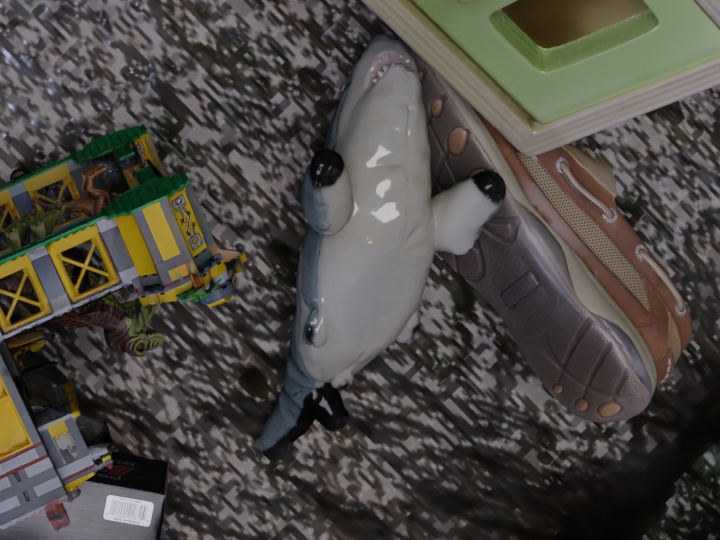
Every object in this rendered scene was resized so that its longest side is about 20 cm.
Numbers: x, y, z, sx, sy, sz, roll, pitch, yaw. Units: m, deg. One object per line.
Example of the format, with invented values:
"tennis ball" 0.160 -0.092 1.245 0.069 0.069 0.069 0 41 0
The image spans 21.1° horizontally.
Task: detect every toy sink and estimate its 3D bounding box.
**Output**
"toy sink" 0.066 -0.154 0.775 0.130 0.113 0.200 -19 136 34

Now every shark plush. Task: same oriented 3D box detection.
"shark plush" 0.000 0.000 0.867 0.090 0.083 0.201 -6 125 -20

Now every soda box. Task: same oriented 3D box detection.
"soda box" -0.189 0.106 0.869 0.199 0.071 0.064 11 96 -6

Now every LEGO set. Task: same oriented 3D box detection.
"LEGO set" -0.116 0.026 0.810 0.153 0.200 0.116 -27 107 -15

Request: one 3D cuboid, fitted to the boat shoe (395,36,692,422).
"boat shoe" 0.079 -0.027 0.884 0.072 0.076 0.201 -34 91 -34
